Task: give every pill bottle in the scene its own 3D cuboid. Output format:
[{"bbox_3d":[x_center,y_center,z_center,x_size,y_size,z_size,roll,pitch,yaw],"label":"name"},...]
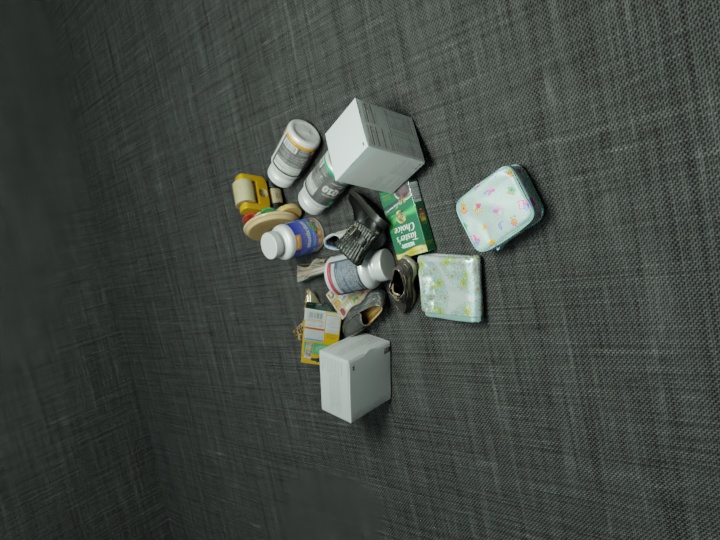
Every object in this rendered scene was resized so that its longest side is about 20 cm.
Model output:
[{"bbox_3d":[-0.104,-0.265,1.794,0.200,0.112,0.115,-43,73,43],"label":"pill bottle"},{"bbox_3d":[0.000,0.000,1.760,0.196,0.119,0.123,-12,95,34],"label":"pill bottle"},{"bbox_3d":[-0.218,-0.098,1.894,0.110,0.197,0.116,15,113,39],"label":"pill bottle"},{"bbox_3d":[-0.215,-0.365,1.870,0.118,0.115,0.201,55,133,16],"label":"pill bottle"}]

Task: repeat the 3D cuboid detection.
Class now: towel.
[{"bbox_3d":[0.241,0.045,1.597,0.196,0.048,0.177,4,106,43],"label":"towel"}]

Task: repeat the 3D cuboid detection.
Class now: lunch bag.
[{"bbox_3d":[0.334,-0.143,1.429,0.199,0.076,0.163,-37,78,44],"label":"lunch bag"}]

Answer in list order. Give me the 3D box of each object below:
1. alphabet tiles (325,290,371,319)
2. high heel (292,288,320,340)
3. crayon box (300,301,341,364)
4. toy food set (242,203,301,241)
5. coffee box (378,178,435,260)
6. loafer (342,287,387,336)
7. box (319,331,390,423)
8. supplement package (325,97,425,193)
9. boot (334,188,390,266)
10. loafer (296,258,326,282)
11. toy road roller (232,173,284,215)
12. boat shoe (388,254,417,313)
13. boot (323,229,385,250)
[{"bbox_3d":[-0.025,0.053,1.857,0.200,0.006,0.168,-47,70,28],"label":"alphabet tiles"},{"bbox_3d":[-0.200,0.153,2.041,0.140,0.071,0.206,6,114,38],"label":"high heel"},{"bbox_3d":[-0.129,0.212,1.962,0.122,0.052,0.206,8,112,1],"label":"crayon box"},{"bbox_3d":[-0.297,-0.156,1.961,0.200,0.192,0.050,129,131,-61],"label":"toy food set"},{"bbox_3d":[0.130,-0.141,1.651,0.121,0.043,0.206,-13,93,46],"label":"coffee box"},{"bbox_3d":[0.007,0.140,1.802,0.072,0.073,0.201,29,121,-16],"label":"loafer"},{"bbox_3d":[-0.013,0.322,1.822,0.128,0.196,0.206,12,111,41],"label":"box"},{"bbox_3d":[0.037,-0.321,1.553,0.151,0.196,0.154,-38,56,43],"label":"supplement package"},{"bbox_3d":[-0.016,-0.129,1.704,0.159,0.078,0.212,-51,40,15],"label":"boot"},{"bbox_3d":[-0.153,-0.010,1.953,0.198,0.071,0.065,-21,81,48],"label":"loafer"},{"bbox_3d":[-0.354,-0.227,1.988,0.145,0.197,0.126,-32,64,41],"label":"toy road roller"},{"bbox_3d":[0.112,0.047,1.681,0.074,0.072,0.204,36,143,35],"label":"boat shoe"},{"bbox_3d":[-0.022,-0.088,1.779,0.197,0.094,0.076,-4,100,44],"label":"boot"}]
